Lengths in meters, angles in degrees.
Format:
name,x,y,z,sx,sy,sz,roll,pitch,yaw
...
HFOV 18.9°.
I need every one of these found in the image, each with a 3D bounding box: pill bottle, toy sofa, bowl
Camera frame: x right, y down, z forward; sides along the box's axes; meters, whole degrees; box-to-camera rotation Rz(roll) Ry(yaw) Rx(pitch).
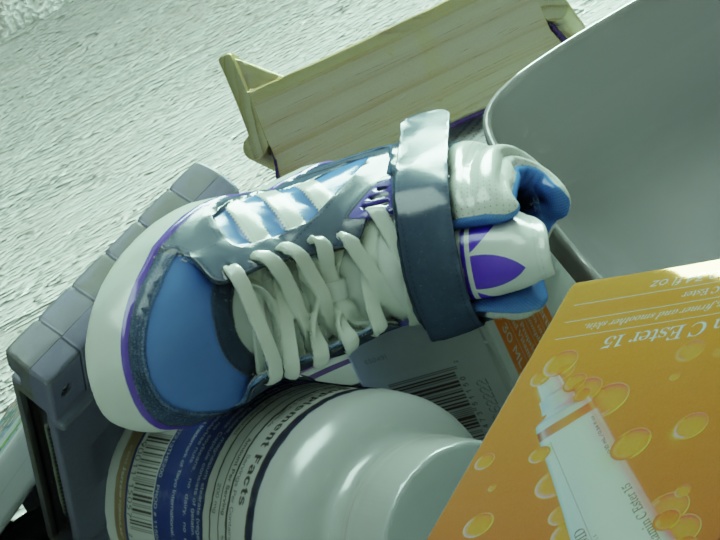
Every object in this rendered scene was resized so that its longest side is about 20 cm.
name,x,y,z,sx,sy,sz,roll,pitch,yaw
pill bottle,-0.014,0.101,0.888,0.111,0.111,0.200,-35,20,-28
toy sofa,0.029,-0.111,1.236,0.199,0.098,0.083,-25,-8,10
bowl,0.176,-0.033,0.963,0.199,0.075,0.200,-31,60,-15

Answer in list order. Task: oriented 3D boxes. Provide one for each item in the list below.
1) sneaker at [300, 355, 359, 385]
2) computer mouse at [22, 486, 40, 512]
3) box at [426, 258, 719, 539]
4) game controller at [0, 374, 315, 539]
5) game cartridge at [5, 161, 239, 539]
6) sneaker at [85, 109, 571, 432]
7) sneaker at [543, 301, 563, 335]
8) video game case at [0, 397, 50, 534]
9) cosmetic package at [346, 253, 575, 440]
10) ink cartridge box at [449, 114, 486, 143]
name,x,y,z,sx,sy,sz,roll,pitch,yaw
sneaker,-0.061,0.023,1.176,0.200,0.115,0.073,-27,19,1
computer mouse,-0.193,0.115,1.208,0.200,0.059,0.034,-16,4,41
box,0.104,0.094,0.716,0.124,0.098,0.200,-11,33,40
game controller,-0.096,0.118,1.096,0.199,0.042,0.104,-29,32,-7
game cartridge,-0.097,0.051,0.981,0.038,0.200,0.130,38,65,20
sneaker,0.000,0.000,0.865,0.146,0.081,0.200,-4,20,36
sneaker,0.173,0.030,0.838,0.200,0.071,0.098,8,38,30
video game case,-0.184,0.107,1.064,0.200,0.024,0.182,-55,9,-3
cosmetic package,0.070,0.020,1.022,0.071,0.102,0.200,-17,20,27
ink cartridge box,0.108,-0.055,1.208,0.199,0.085,0.146,-14,21,37
